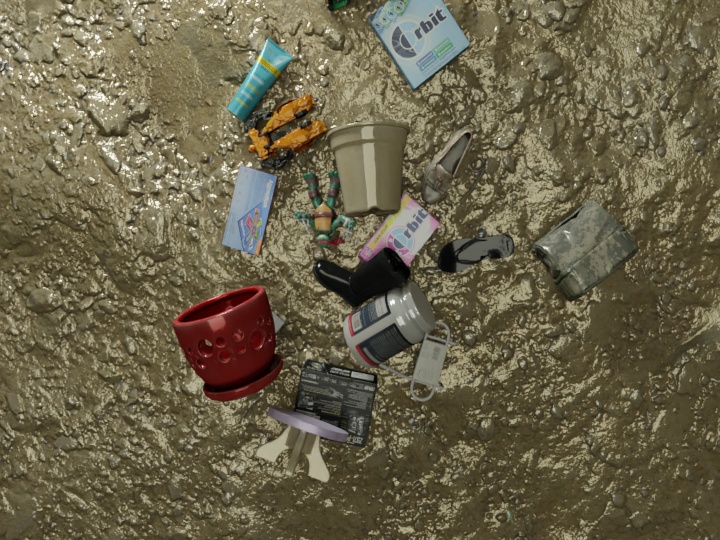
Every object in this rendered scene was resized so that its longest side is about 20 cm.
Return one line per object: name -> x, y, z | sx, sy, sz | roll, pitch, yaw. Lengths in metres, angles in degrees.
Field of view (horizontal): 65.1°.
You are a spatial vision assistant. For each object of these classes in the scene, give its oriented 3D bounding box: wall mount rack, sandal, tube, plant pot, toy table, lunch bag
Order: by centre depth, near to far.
plant pot -> -0.265, 0.152, 1.161 | 0.194, 0.201, 0.188 | -14, 103, 3
plant pot -> 0.024, -0.224, 1.303 | 0.194, 0.200, 0.190 | -4, 90, 2
toy table -> -0.138, 0.404, 1.312 | 0.195, 0.184, 0.120 | 18, 81, 13
lunch bag -> 0.531, -0.051, 1.345 | 0.198, 0.139, 0.170 | -37, 77, 2
tube -> -0.250, -0.460, 1.379 | 0.077, 0.050, 0.203 | 34, 90, -9
sandal -> 0.285, -0.049, 1.398 | 0.194, 0.043, 0.078 | -17, 95, 3
wall mount rack -> 0.145, 0.213, 1.417 | 0.169, 0.075, 0.206 | 16, 95, -3

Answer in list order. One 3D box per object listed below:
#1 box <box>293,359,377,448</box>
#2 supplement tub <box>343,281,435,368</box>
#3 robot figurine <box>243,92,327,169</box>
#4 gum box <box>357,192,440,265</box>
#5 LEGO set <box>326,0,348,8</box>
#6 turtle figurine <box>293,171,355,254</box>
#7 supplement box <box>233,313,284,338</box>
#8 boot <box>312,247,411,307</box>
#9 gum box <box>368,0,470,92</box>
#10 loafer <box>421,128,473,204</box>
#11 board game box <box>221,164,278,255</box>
box -> -0.064, 0.334, 1.424 | 0.194, 0.086, 0.169 | 11, 96, 1
supplement tub -> 0.068, 0.131, 1.354 | 0.197, 0.140, 0.143 | -31, 94, 20
robot figurine -> -0.186, -0.338, 1.379 | 0.196, 0.058, 0.148 | -26, 94, 3
gum box -> 0.091, -0.075, 1.390 | 0.113, 0.066, 0.202 | 38, 96, -3
LEGO set -> -0.030, -0.706, 1.308 | 0.194, 0.116, 0.159 | -11, 95, 2
turtle figurine -> -0.091, -0.134, 1.375 | 0.145, 0.101, 0.207 | -1, 81, -11
supplement box -> -0.263, 0.150, 1.356 | 0.103, 0.200, 0.102 | 40, 96, -4
boot -> 0.001, 0.000, 1.333 | 0.163, 0.198, 0.067 | 35, 52, -23
gum box -> 0.139, -0.569, 1.353 | 0.168, 0.045, 0.202 | -36, 94, 5
loafer -> 0.210, -0.255, 1.371 | 0.071, 0.063, 0.203 | 30, 95, -2
board game box -> -0.278, -0.151, 1.418 | 0.100, 0.019, 0.206 | 15, 96, 2
